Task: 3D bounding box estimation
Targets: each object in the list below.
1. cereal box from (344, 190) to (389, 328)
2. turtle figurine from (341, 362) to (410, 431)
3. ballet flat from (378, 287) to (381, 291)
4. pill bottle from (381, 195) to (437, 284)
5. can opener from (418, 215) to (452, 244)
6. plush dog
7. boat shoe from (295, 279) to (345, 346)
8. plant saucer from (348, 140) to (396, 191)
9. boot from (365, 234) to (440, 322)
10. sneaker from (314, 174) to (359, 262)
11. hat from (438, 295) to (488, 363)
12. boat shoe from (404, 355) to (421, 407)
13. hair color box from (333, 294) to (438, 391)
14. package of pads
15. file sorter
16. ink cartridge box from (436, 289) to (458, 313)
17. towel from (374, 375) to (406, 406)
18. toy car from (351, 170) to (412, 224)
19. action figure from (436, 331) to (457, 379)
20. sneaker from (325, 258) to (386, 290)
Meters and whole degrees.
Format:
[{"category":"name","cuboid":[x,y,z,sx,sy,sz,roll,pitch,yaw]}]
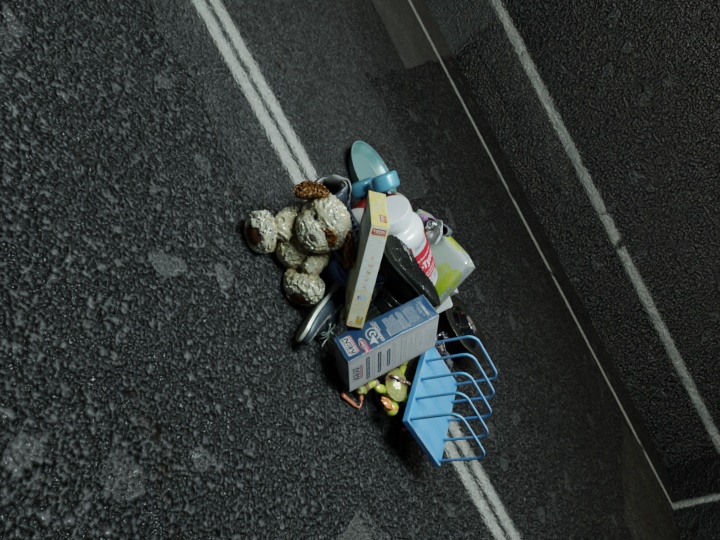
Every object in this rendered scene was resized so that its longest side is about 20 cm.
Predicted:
[{"category":"cereal box","cuboid":[0.009,-0.022,1.027,0.038,0.206,0.145,11,28,-8]},{"category":"turtle figurine","cuboid":[0.057,0.212,1.112,0.194,0.064,0.166,21,55,-22]},{"category":"ballet flat","cuboid":[0.090,0.069,1.340,0.201,0.067,0.076,50,52,-26]},{"category":"pill bottle","cuboid":[0.086,-0.047,1.163,0.115,0.108,0.203,-84,157,-45]},{"category":"can opener","cuboid":[0.129,-0.103,1.343,0.065,0.197,0.055,12,96,-41]},{"category":"plush dog","cuboid":[-0.087,-0.066,1.040,0.203,0.169,0.161,54,30,-12]},{"category":"boat shoe","cuboid":[-0.064,0.087,1.063,0.062,0.075,0.201,45,23,-6]},{"category":"plant saucer","cuboid":[0.027,-0.241,1.501,0.199,0.035,0.205,39,37,-36]},{"category":"boot","cuboid":[0.049,0.041,1.107,0.212,0.154,0.081,49,23,-37]},{"category":"sneaker","cuboid":[-0.029,-0.093,1.116,0.076,0.147,0.204,-37,83,-19]},{"category":"hat","cuboid":[0.255,0.165,1.508,0.200,0.080,0.204,43,27,-28]},{"category":"boat shoe","cuboid":[0.124,0.222,1.213,0.071,0.074,0.208,19,63,-57]},{"category":"hair color box","cuboid":[0.049,0.134,1.061,0.061,0.195,0.102,51,-24,37]},{"category":"package of pads","cuboid":[0.165,-0.029,1.376,0.202,0.155,0.067,52,19,26]},{"category":"file sorter","cuboid":[0.184,0.249,1.113,0.140,0.120,0.203,54,38,-26]},{"category":"ink cartridge box","cuboid":[0.172,0.021,1.446,0.066,0.115,0.207,15,54,-54]},{"category":"towel","cuboid":[0.072,0.202,1.240,0.198,0.034,0.199,24,51,-52]},{"category":"toy car","cuboid":[0.005,-0.097,1.276,0.196,0.174,0.191,-26,103,-33]},{"category":"action figure","cuboid":[0.192,0.211,1.359,0.199,0.068,0.134,38,30,-61]},{"category":"sneaker","cuboid":[0.000,0.000,1.222,0.197,0.081,0.076,-1,68,-56]}]
